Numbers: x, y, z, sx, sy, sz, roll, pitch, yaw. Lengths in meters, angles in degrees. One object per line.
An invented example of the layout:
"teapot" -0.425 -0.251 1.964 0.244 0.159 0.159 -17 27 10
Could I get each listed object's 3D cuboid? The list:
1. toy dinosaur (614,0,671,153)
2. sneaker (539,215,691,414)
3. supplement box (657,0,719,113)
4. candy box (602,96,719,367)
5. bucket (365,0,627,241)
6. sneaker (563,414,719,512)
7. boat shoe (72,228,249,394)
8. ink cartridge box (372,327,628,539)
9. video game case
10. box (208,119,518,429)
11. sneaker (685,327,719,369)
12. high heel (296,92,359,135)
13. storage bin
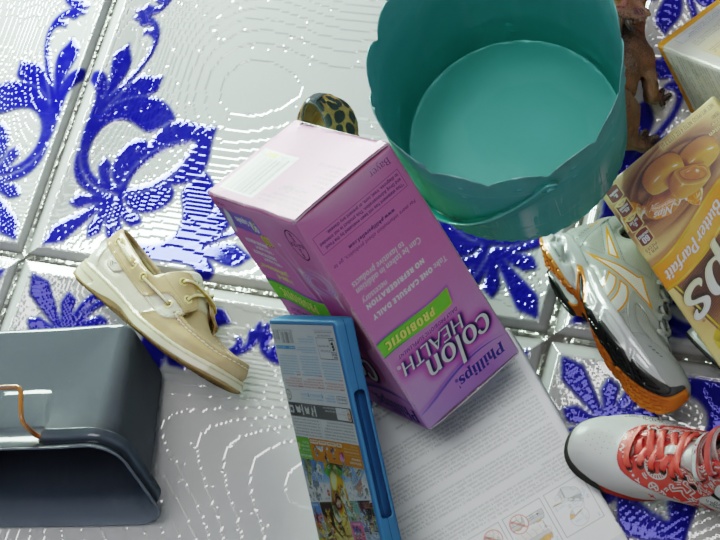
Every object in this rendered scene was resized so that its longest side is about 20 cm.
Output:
"toy dinosaur" 0.194 -0.157 1.770 0.085 0.136 0.202 7 68 23
"sneaker" 0.215 0.023 1.701 0.091 0.076 0.201 -27 47 -4
"supplement box" 0.335 -0.161 1.696 0.126 0.074 0.200 -35 25 -8
"candy box" 0.276 -0.019 1.637 0.115 0.055 0.201 -40 51 13
"bucket" 0.107 -0.128 1.653 0.205 0.135 0.209 -4 65 10
"sneaker" 0.242 0.134 1.614 0.200 0.108 0.068 18 68 19
"boat shoe" -0.158 0.029 1.845 0.199 0.074 0.069 36 87 31
"ink cartridge box" 0.096 0.171 1.712 0.162 0.057 0.201 -30 80 3
"video game case" -0.017 0.133 1.663 0.018 0.143 0.202 -14 95 -22
"box" 0.000 0.000 1.685 0.097 0.201 0.176 -40 23 -14
"sneaker" 0.349 0.066 1.641 0.121 0.084 0.200 -49 58 4
"high heel" -0.034 -0.037 1.790 0.071 0.143 0.202 0 65 20
"storage bin" -0.261 0.117 1.811 0.198 0.146 0.135 -4 54 18
